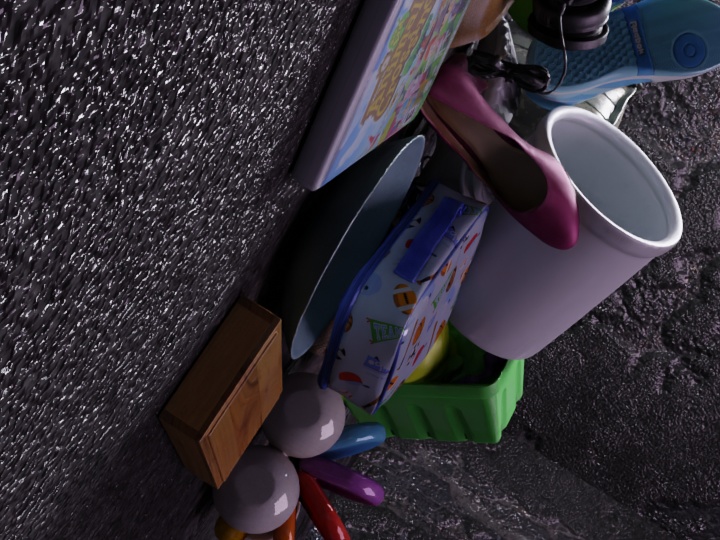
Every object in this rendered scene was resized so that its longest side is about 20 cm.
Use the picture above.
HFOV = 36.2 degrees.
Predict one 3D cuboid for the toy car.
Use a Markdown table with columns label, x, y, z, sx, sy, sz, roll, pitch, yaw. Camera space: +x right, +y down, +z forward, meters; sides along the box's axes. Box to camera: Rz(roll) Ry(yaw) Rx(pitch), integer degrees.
| label | x | y | z | sx | sy | sz | roll | pitch | yaw |
| --- | --- | --- | --- | --- | --- | --- | --- | --- | --- |
| toy car | -0.051 | 0.206 | 1.105 | 0.200 | 0.150 | 0.175 | -57 | 172 | -15 |

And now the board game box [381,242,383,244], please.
| label | x | y | z | sx | sy | sz | roll | pitch | yaw |
| --- | --- | --- | --- | --- | --- | --- | --- | --- | --- |
| board game box | 0.004 | 0.021 | 1.210 | 0.136 | 0.028 | 0.200 | -57 | 173 | -9 |

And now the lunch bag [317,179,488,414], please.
| label | x | y | z | sx | sy | sz | roll | pitch | yaw |
| --- | --- | --- | --- | --- | --- | --- | --- | --- | --- |
| lunch bag | 0.040 | 0.016 | 0.963 | 0.200 | 0.075 | 0.161 | -54 | 165 | -42 |

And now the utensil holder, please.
| label | x | y | z | sx | sy | sz | roll | pitch | yaw |
| --- | --- | --- | --- | --- | --- | --- | --- | --- | --- |
| utensil holder | 0.181 | -0.031 | 1.076 | 0.200 | 0.170 | 0.170 | -46 | -178 | 36 |

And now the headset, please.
| label | x | y | z | sx | sy | sz | roll | pitch | yaw |
| --- | --- | --- | --- | --- | --- | --- | --- | --- | --- |
| headset | 0.153 | -0.223 | 0.864 | 0.124 | 0.094 | 0.201 | 78 | 29 | -62 |

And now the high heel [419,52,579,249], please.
| label | x | y | z | sx | sy | sz | roll | pitch | yaw |
| --- | --- | --- | --- | --- | --- | --- | --- | --- | --- |
| high heel | 0.112 | -0.086 | 0.924 | 0.067 | 0.200 | 0.096 | -35 | -173 | 36 |

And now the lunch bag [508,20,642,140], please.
| label | x | y | z | sx | sy | sz | roll | pitch | yaw |
| --- | --- | --- | --- | --- | --- | --- | --- | --- | --- |
| lunch bag | 0.210 | -0.195 | 1.211 | 0.200 | 0.164 | 0.118 | -52 | 171 | -47 |

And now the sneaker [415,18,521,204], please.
| label | x | y | z | sx | sy | sz | roll | pitch | yaw |
| --- | --- | --- | --- | --- | --- | --- | --- | --- | --- |
| sneaker | 0.101 | -0.158 | 1.039 | 0.075 | 0.082 | 0.201 | 61 | 39 | -54 |

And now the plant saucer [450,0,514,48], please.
| label | x | y | z | sx | sy | sz | roll | pitch | yaw |
| --- | --- | --- | --- | --- | --- | --- | --- | --- | --- |
| plant saucer | 0.115 | -0.253 | 0.853 | 0.201 | 0.035 | 0.200 | -57 | 172 | -12 |

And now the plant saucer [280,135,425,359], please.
| label | x | y | z | sx | sy | sz | roll | pitch | yaw |
| --- | --- | --- | --- | --- | --- | --- | --- | --- | --- |
| plant saucer | -0.015 | -0.026 | 0.861 | 0.201 | 0.039 | 0.201 | -57 | 173 | -11 |

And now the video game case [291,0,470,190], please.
| label | x | y | z | sx | sy | sz | roll | pitch | yaw |
| --- | --- | --- | --- | --- | --- | --- | --- | --- | --- |
| video game case | 0.036 | -0.162 | 0.708 | 0.182 | 0.022 | 0.200 | -43 | 163 | -58 |

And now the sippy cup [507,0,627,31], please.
| label | x | y | z | sx | sy | sz | roll | pitch | yaw |
| --- | --- | --- | --- | --- | --- | --- | --- | --- | --- |
| sippy cup | 0.212 | -0.294 | 1.020 | 0.130 | 0.177 | 0.140 | 131 | -49 | -72 |

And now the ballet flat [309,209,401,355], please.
| label | x | y | z | sx | sy | sz | roll | pitch | yaw |
| --- | --- | --- | --- | --- | --- | --- | --- | --- | --- |
| ballet flat | 0.000 | 0.000 | 1.034 | 0.201 | 0.046 | 0.067 | -63 | 173 | 23 |

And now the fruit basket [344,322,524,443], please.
| label | x | y | z | sx | sy | sz | roll | pitch | yaw |
| --- | --- | --- | --- | --- | --- | --- | --- | --- | --- |
| fruit basket | 0.063 | 0.079 | 1.162 | 0.156 | 0.215 | 0.216 | -50 | 169 | -50 |

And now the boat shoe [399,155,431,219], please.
| label | x | y | z | sx | sy | sz | roll | pitch | yaw |
| --- | --- | --- | --- | --- | --- | --- | --- | --- | --- |
| boat shoe | 0.066 | -0.066 | 1.161 | 0.084 | 0.069 | 0.200 | -42 | 171 | -23 |

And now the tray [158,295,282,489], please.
| label | x | y | z | sx | sy | sz | roll | pitch | yaw |
| --- | --- | --- | --- | --- | --- | --- | --- | --- | --- |
| tray | -0.097 | 0.098 | 0.818 | 0.099 | 0.037 | 0.200 | -57 | 172 | -19 |

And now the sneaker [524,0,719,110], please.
| label | x | y | z | sx | sy | sz | roll | pitch | yaw |
| --- | --- | --- | --- | --- | --- | --- | --- | --- | --- |
| sneaker | 0.244 | -0.204 | 1.046 | 0.131 | 0.199 | 0.080 | 148 | -65 | -86 |
